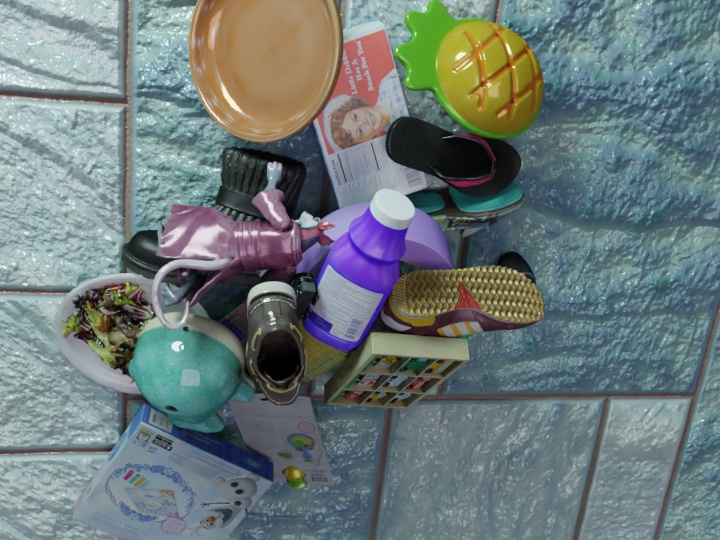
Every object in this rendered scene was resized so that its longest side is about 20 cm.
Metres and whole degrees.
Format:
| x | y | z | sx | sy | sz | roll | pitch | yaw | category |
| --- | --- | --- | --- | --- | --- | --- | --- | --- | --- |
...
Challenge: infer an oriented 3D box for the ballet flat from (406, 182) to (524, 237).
| x | y | z | sx | sy | sz | roll | pitch | yaw | category |
| --- | --- | --- | --- | --- | --- | --- | --- | --- | --- |
| 0.112 | -0.072 | 1.056 | 0.196 | 0.074 | 0.076 | -6 | 113 | -8 | ballet flat |

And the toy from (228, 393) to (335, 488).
| x | y | z | sx | sy | sz | roll | pitch | yaw | category |
| --- | --- | --- | --- | --- | --- | --- | --- | --- | --- |
| -0.101 | 0.217 | 1.106 | 0.113 | 0.048 | 0.202 | 1 | 131 | 12 | toy |

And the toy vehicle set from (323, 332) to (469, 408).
| x | y | z | sx | sy | sz | roll | pitch | yaw | category |
| --- | --- | --- | --- | --- | --- | --- | --- | --- | --- |
| 0.039 | 0.129 | 1.027 | 0.122 | 0.027 | 0.200 | 5 | 153 | -18 | toy vehicle set |

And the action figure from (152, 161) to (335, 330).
| x | y | z | sx | sy | sz | roll | pitch | yaw | category |
| --- | --- | --- | --- | --- | --- | --- | --- | --- | --- |
| -0.124 | -0.031 | 0.890 | 0.196 | 0.149 | 0.136 | -8 | 111 | 2 | action figure |

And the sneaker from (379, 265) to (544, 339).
| x | y | z | sx | sy | sz | roll | pitch | yaw | category |
| --- | --- | --- | --- | --- | --- | --- | --- | --- | --- |
| 0.119 | 0.044 | 0.980 | 0.196 | 0.076 | 0.090 | 5 | 153 | -15 | sneaker |

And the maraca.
| x | y | z | sx | sy | sz | roll | pitch | yaw | category |
| --- | --- | --- | --- | --- | --- | --- | --- | --- | --- |
| 0.131 | -0.234 | 0.963 | 0.197 | 0.107 | 0.139 | 22 | 73 | -18 | maraca |

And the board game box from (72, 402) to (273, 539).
| x | y | z | sx | sy | sz | roll | pitch | yaw | category |
| --- | --- | --- | --- | --- | --- | --- | --- | --- | --- |
| -0.251 | 0.296 | 1.105 | 0.198 | 0.044 | 0.200 | 30 | 113 | -21 | board game box |

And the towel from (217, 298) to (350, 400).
| x | y | z | sx | sy | sz | roll | pitch | yaw | category |
| --- | --- | --- | --- | --- | --- | --- | --- | --- | --- |
| -0.119 | 0.098 | 1.040 | 0.143 | 0.023 | 0.199 | 40 | 129 | -20 | towel |

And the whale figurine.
| x | y | z | sx | sy | sz | roll | pitch | yaw | category |
| --- | --- | --- | --- | --- | --- | --- | --- | --- | --- |
| -0.204 | 0.142 | 0.971 | 0.156 | 0.105 | 0.202 | 12 | 137 | 2 | whale figurine |

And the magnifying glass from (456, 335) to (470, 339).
| x | y | z | sx | sy | sz | roll | pitch | yaw | category |
| --- | --- | --- | --- | --- | --- | --- | --- | --- | --- |
| 0.100 | 0.114 | 1.090 | 0.078 | 0.023 | 0.201 | -15 | 148 | -29 | magnifying glass |

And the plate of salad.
| x | y | z | sx | sy | sz | roll | pitch | yaw | category |
| --- | --- | --- | --- | --- | --- | --- | --- | --- | --- |
| -0.278 | 0.089 | 1.013 | 0.196 | 0.048 | 0.203 | -1 | 129 | -2 | plate of salad |

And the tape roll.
| x | y | z | sx | sy | sz | roll | pitch | yaw | category |
| --- | --- | --- | --- | --- | --- | --- | --- | --- | --- |
| 0.019 | 0.011 | 1.021 | 0.196 | 0.066 | 0.202 | -3 | 135 | -3 | tape roll |

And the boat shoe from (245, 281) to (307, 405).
| x | y | z | sx | sy | sz | roll | pitch | yaw | category |
| --- | --- | --- | --- | --- | --- | --- | --- | --- | --- |
| -0.092 | 0.098 | 0.912 | 0.070 | 0.060 | 0.202 | -5 | 140 | -7 | boat shoe |

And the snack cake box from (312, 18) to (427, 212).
| x | y | z | sx | sy | sz | roll | pitch | yaw | category |
| --- | --- | --- | --- | --- | --- | --- | --- | --- | --- |
| -0.002 | -0.180 | 0.979 | 0.113 | 0.067 | 0.203 | -18 | 114 | -2 | snack cake box |

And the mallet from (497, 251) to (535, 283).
| x | y | z | sx | sy | sz | roll | pitch | yaw | category |
| --- | --- | --- | --- | --- | --- | --- | --- | --- | --- |
| 0.162 | 0.058 | 1.131 | 0.041 | 0.066 | 0.200 | 31 | 117 | -20 | mallet |

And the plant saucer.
| x | y | z | sx | sy | sz | roll | pitch | yaw | category |
| --- | --- | --- | --- | --- | --- | --- | --- | --- | --- |
| -0.101 | -0.243 | 0.899 | 0.197 | 0.037 | 0.204 | 4 | 99 | 27 | plant saucer |

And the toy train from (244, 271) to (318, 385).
| x | y | z | sx | sy | sz | roll | pitch | yaw | category |
| --- | --- | --- | --- | --- | --- | --- | --- | --- | --- |
| -0.098 | 0.071 | 0.964 | 0.034 | 0.046 | 0.201 | 11 | 135 | -24 | toy train |

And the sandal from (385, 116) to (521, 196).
| x | y | z | sx | sy | sz | roll | pitch | yaw | category |
| --- | --- | --- | --- | --- | --- | --- | --- | --- | --- |
| 0.119 | -0.132 | 0.979 | 0.197 | 0.045 | 0.077 | 9 | 97 | -33 | sandal |

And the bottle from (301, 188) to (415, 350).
| x | y | z | sx | sy | sz | roll | pitch | yaw | category |
| --- | --- | --- | --- | --- | --- | --- | --- | --- | --- |
| 0.000 | 0.000 | 0.910 | 0.083 | 0.066 | 0.201 | 27 | 129 | 0 | bottle |

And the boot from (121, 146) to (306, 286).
| x | y | z | sx | sy | sz | roll | pitch | yaw | category |
| --- | --- | --- | --- | --- | --- | --- | --- | --- | --- |
| -0.174 | -0.070 | 0.978 | 0.207 | 0.080 | 0.161 | 3 | 113 | -18 | boot |
